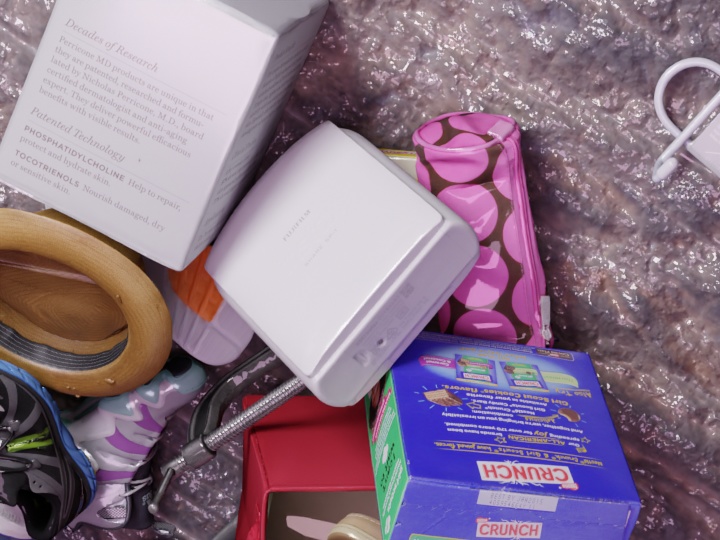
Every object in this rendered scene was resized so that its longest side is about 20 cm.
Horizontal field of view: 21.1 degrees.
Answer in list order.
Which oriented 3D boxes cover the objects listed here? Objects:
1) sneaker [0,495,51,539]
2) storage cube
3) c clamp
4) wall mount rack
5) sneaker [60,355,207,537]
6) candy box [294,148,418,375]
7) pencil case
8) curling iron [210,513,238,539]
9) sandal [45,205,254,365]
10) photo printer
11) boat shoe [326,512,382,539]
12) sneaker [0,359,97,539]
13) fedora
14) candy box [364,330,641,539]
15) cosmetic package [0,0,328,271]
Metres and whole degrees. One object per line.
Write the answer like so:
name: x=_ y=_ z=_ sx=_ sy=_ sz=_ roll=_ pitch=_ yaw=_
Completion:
sneaker: x=-0.357 y=0.187 z=1.640 sx=0.199 sy=0.081 sz=0.147 roll=35 pitch=141 yaw=-4
storage cube: x=-0.003 y=0.210 z=1.520 sx=0.198 sy=0.180 sz=0.172 roll=1 pitch=109 yaw=-11
c clamp: x=-0.076 y=0.099 z=1.502 sx=0.200 sy=0.171 sz=0.027 roll=-37 pitch=106 yaw=11
wall mount rack: x=0.318 y=-0.097 z=1.435 sx=0.200 sy=0.075 sz=0.174 roll=40 pitch=110 yaw=-3
sneaker: x=-0.185 y=0.162 z=1.626 sx=0.199 sy=0.078 sz=0.140 roll=-25 pitch=102 yaw=27
candy box: x=0.000 y=0.000 z=1.558 sx=0.101 sy=0.026 sz=0.201 roll=7 pitch=108 yaw=13
pencil case: x=0.099 y=-0.022 z=1.499 sx=0.093 sy=0.090 sz=0.201 roll=6 pitch=115 yaw=47
curling iron: x=-0.086 y=0.219 z=1.644 sx=0.200 sy=0.026 sz=0.050 roll=-35 pitch=96 yaw=20
sandal: x=-0.168 y=-0.010 z=1.572 sx=0.207 sy=0.059 sz=0.079 roll=42 pitch=83 yaw=-12
photo printer: x=-0.023 y=-0.014 z=1.449 sx=0.167 sy=0.200 sz=0.069 roll=-49 pitch=134 yaw=2
boat shoe: x=0.065 y=0.219 z=1.411 sx=0.199 sy=0.065 sz=0.071 roll=31 pitch=154 yaw=-21
sneaker: x=-0.277 y=0.138 z=1.525 sx=0.070 sy=0.083 sz=0.200 roll=4 pitch=136 yaw=36
fedora: x=-0.232 y=0.009 z=1.498 sx=0.199 sy=0.082 sz=0.202 roll=10 pitch=132 yaw=11
candy box: x=0.097 y=0.130 z=1.400 sx=0.168 sy=0.200 sz=0.077 roll=8 pitch=117 yaw=-9
cosmetic package: x=-0.148 y=-0.141 z=1.470 sx=0.166 sy=0.167 sz=0.201 roll=27 pitch=110 yaw=4
